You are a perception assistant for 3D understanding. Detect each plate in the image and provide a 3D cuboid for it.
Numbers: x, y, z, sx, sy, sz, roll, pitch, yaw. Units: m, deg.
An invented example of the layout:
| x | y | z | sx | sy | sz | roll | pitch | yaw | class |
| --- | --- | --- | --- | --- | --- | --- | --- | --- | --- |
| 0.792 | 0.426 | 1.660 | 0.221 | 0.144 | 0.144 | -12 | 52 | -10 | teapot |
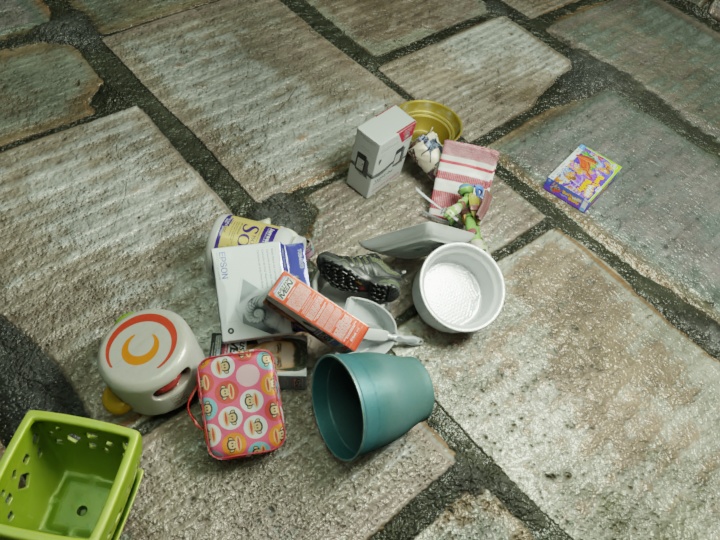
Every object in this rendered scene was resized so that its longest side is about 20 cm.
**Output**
| x | y | z | sx | sy | sz | roll | pitch | yaw | class |
| --- | --- | --- | --- | --- | --- | --- | --- | --- | --- |
| 0.131 | -0.061 | 1.455 | 0.199 | 0.200 | 0.032 | 9 | 72 | -50 | plate |

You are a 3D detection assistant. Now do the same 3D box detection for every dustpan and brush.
| x | y | z | sx | sy | sz | roll | pitch | yaw | class |
| --- | --- | --- | --- | --- | --- | --- | --- | --- | --- |
| 0.049 | 0.139 | 1.386 | 0.200 | 0.140 | 0.057 | 11 | 7 | -37 | dustpan and brush |

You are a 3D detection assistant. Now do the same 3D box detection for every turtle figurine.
| x | y | z | sx | sy | sz | roll | pitch | yaw | class |
| --- | --- | --- | --- | --- | --- | --- | --- | --- | --- |
| 0.235 | -0.110 | 1.579 | 0.200 | 0.144 | 0.194 | -11 | 70 | -15 | turtle figurine |

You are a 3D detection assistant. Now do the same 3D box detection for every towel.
| x | y | z | sx | sy | sz | roll | pitch | yaw | class |
| --- | --- | --- | --- | --- | --- | --- | --- | --- | --- |
| 0.264 | -0.223 | 1.645 | 0.144 | 0.201 | 0.023 | 13 | 11 | 3 | towel |

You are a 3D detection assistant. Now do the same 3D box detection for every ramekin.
| x | y | z | sx | sy | sz | roll | pitch | yaw | class |
| --- | --- | --- | --- | --- | --- | --- | --- | --- | --- |
| 0.213 | 0.045 | 1.435 | 0.200 | 0.098 | 0.201 | 3 | 76 | -13 | ramekin |

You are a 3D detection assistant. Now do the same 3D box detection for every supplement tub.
| x | y | z | sx | sy | sz | roll | pitch | yaw | class |
| --- | --- | --- | --- | --- | --- | --- | --- | --- | --- |
| -0.235 | -0.038 | 1.445 | 0.199 | 0.146 | 0.146 | 13 | 52 | 3 | supplement tub |

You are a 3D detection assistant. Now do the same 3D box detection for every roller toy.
| x | y | z | sx | sy | sz | roll | pitch | yaw | class |
| --- | --- | --- | --- | --- | --- | --- | --- | --- | --- |
| -0.404 | 0.184 | 1.254 | 0.182 | 0.140 | 0.200 | 0 | 54 | 6 | roller toy |

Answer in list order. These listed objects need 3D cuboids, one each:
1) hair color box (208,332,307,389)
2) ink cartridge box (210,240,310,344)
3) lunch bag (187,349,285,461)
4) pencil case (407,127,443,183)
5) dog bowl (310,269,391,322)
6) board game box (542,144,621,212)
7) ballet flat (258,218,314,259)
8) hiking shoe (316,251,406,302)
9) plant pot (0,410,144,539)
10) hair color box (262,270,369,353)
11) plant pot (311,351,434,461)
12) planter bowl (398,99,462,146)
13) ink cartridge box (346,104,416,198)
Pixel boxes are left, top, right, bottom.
| x | y | z | sx | sy | sz | roll | pitch | yaw | class |
| --- | --- | --- | --- | --- | --- | --- | --- | --- | --- |
| -0.211 | 0.188 | 1.327 | 0.199 | 0.061 | 0.099 | 2 | 52 | -7 | hair color box |
| -0.199 | 0.041 | 1.330 | 0.199 | 0.041 | 0.200 | -8 | 80 | -14 | ink cartridge box |
| -0.239 | 0.256 | 1.219 | 0.176 | 0.082 | 0.201 | -7 | 79 | -10 | lunch bag |
| 0.216 | -0.276 | 1.689 | 0.200 | 0.089 | 0.078 | 48 | 31 | -6 | pencil case |
| -0.024 | 0.054 | 1.458 | 0.200 | 0.059 | 0.200 | 4 | 52 | -5 | dog bowl |
| 0.625 | -0.261 | 1.799 | 0.134 | 0.045 | 0.200 | 36 | 56 | 19 | board game box |
| -0.203 | -0.084 | 1.532 | 0.200 | 0.071 | 0.069 | 19 | 52 | 7 | ballet flat |
| 0.000 | 0.000 | 1.431 | 0.200 | 0.076 | 0.101 | 23 | 41 | 1 | hiking shoe |
| -0.481 | 0.375 | 1.069 | 0.198 | 0.182 | 0.200 | 11 | 51 | 1 | plant pot |
| -0.091 | 0.088 | 1.268 | 0.200 | 0.111 | 0.064 | 35 | 73 | -5 | hair color box |
| 0.032 | 0.245 | 1.241 | 0.188 | 0.200 | 0.200 | -7 | 52 | -31 | plant pot |
| 0.183 | -0.389 | 1.813 | 0.200 | 0.084 | 0.201 | 3 | 53 | -5 | planter bowl |
| 0.051 | -0.304 | 1.658 | 0.083 | 0.200 | 0.145 | 41 | 58 | 17 | ink cartridge box |
